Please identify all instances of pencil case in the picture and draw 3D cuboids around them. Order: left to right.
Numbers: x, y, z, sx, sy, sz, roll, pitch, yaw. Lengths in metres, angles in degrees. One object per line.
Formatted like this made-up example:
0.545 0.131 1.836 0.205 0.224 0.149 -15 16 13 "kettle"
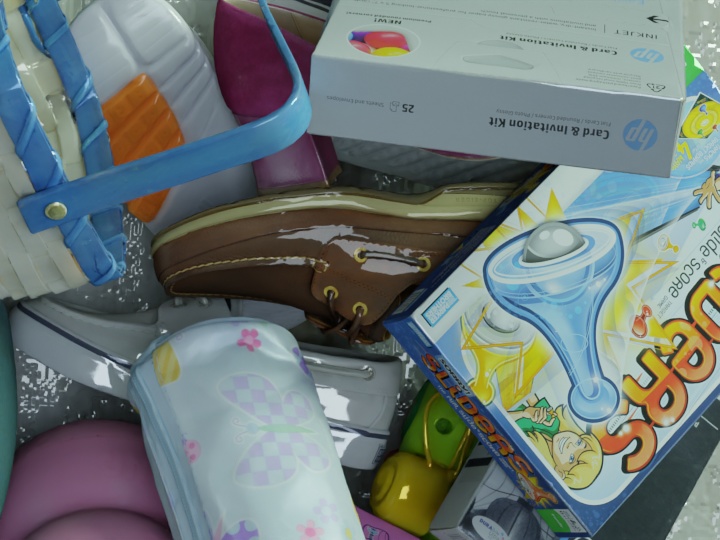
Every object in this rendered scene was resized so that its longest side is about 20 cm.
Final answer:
-0.045 0.120 0.917 0.090 0.083 0.201 -2 56 -24 "pencil case"

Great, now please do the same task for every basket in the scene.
-0.127 -0.077 0.881 0.198 0.177 0.140 -19 129 -2 "basket"

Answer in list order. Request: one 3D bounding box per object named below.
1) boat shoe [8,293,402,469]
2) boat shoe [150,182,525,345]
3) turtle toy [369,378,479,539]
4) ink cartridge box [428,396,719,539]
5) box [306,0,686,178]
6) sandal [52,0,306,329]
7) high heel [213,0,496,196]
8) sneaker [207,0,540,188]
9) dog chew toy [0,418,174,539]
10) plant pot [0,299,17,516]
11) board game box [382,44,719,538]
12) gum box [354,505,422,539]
-0.075 0.040 1.024 0.198 0.072 0.066 18 93 0 "boat shoe"
0.000 0.000 0.986 0.198 0.072 0.068 -3 75 -8 "boat shoe"
0.067 0.116 1.069 0.145 0.101 0.201 27 89 -17 "turtle toy"
0.124 0.070 1.007 0.099 0.039 0.201 36 70 -13 "ink cartridge box"
0.066 -0.112 0.926 0.154 0.200 0.042 7 120 3 "box"
-0.087 -0.055 1.034 0.079 0.059 0.207 -27 122 6 "sandal"
0.031 -0.100 0.966 0.198 0.067 0.097 -10 106 15 "high heel"
0.022 -0.096 1.048 0.199 0.080 0.079 26 134 -3 "sneaker"
-0.121 0.156 0.966 0.123 0.200 0.126 -3 116 -7 "dog chew toy"
-0.235 0.052 0.947 0.200 0.200 0.135 39 61 -16 "plant pot"
0.123 0.008 0.975 0.200 0.034 0.136 -45 101 -21 "board game box"
-0.009 0.225 1.029 0.113 0.066 0.201 27 120 -3 "gum box"
